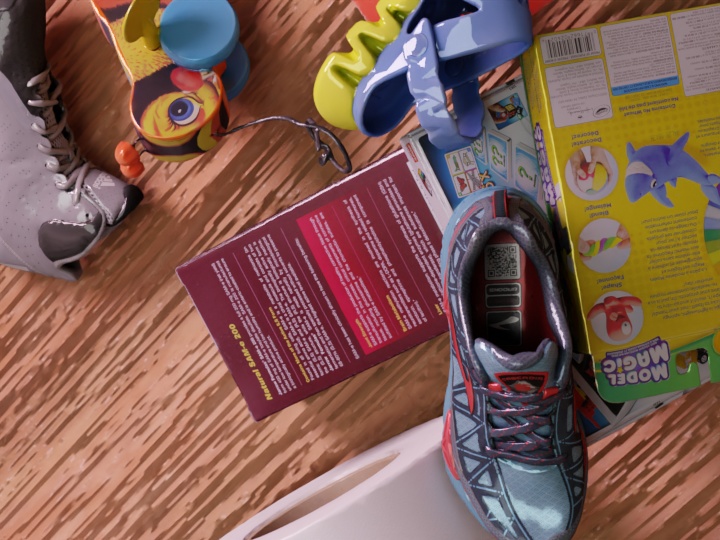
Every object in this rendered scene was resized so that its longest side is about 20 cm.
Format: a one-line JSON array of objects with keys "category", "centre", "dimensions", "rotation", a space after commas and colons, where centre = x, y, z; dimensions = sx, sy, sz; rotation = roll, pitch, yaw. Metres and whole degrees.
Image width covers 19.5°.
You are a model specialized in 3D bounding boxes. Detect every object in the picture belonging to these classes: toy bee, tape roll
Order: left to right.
[{"category": "toy bee", "centre": [-0.112, -0.113, 1.227], "dimensions": [0.108, 0.131, 0.200], "rotation": [-36, 49, -10]}, {"category": "tape roll", "centre": [-0.006, 0.160, 1.224], "dimensions": [0.202, 0.202, 0.071], "rotation": [-29, 91, 28]}]

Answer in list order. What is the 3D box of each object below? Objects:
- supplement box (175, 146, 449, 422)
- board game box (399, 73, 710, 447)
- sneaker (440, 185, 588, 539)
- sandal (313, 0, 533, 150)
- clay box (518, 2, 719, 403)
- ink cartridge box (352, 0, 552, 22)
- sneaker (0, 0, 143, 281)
[{"category": "supplement box", "centre": [0.000, 0.000, 1.254], "dimensions": [0.199, 0.061, 0.109], "rotation": [-26, 94, 26]}, {"category": "board game box", "centre": [0.122, -0.014, 1.175], "dimensions": [0.126, 0.035, 0.201], "rotation": [-27, 93, -8]}, {"category": "sneaker", "centre": [0.076, 0.058, 1.105], "dimensions": [0.079, 0.096, 0.201], "rotation": [-10, 94, 2]}, {"category": "sandal", "centre": [0.062, -0.143, 1.114], "dimensions": [0.087, 0.079, 0.201], "rotation": [40, 108, 28]}, {"category": "clay box", "centre": [0.159, -0.036, 1.139], "dimensions": [0.114, 0.048, 0.201], "rotation": [-10, 93, -8]}, {"category": "ink cartridge box", "centre": [0.036, -0.225, 1.156], "dimensions": [0.162, 0.057, 0.201], "rotation": [-35, 84, 6]}, {"category": "sneaker", "centre": [-0.185, -0.083, 1.315], "dimensions": [0.115, 0.075, 0.201], "rotation": [18, 121, 13]}]
